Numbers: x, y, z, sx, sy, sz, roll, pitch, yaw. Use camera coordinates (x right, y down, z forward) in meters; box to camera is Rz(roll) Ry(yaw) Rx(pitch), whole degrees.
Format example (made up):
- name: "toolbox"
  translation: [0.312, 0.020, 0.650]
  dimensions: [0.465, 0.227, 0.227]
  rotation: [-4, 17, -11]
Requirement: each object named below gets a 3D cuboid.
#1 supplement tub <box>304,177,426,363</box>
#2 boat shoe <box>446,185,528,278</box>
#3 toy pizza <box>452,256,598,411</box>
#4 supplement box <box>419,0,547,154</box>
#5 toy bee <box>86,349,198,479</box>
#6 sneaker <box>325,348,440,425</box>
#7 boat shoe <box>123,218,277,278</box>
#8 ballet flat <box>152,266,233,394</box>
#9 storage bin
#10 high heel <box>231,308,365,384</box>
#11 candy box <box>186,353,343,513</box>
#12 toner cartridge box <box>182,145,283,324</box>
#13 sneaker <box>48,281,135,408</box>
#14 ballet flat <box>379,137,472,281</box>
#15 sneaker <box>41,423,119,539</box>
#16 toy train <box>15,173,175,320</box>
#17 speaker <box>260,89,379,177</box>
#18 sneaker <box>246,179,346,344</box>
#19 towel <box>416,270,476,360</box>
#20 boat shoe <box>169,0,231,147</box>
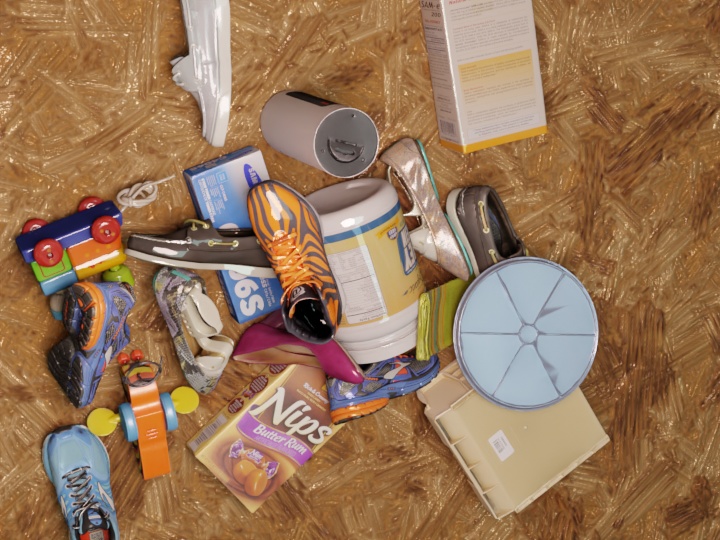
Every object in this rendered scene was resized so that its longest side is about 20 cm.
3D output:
- name: "supplement tub"
  translation: [0.000, 0.000, 1.656]
  dimensions: [0.144, 0.145, 0.200]
  rotation: [-23, 110, -15]
- name: "boat shoe"
  translation: [0.184, -0.023, 1.752]
  dimensions: [0.201, 0.060, 0.072]
  rotation: [59, 46, -22]
- name: "toy pizza"
  translation: [0.213, 0.082, 1.728]
  dimensions: [0.200, 0.032, 0.201]
  rotation: [0, 91, -14]
- name: "supplement box"
  translation: [0.157, -0.262, 1.693]
  dimensions: [0.126, 0.074, 0.200]
  rotation: [-15, 108, -17]
- name: "toy bee"
  translation: [-0.260, 0.153, 1.627]
  dimensions: [0.131, 0.109, 0.200]
  rotation: [5, 126, -31]
- name: "sneaker"
  translation: [0.030, 0.130, 1.713]
  dimensions: [0.200, 0.075, 0.079]
  rotation: [-23, 92, -48]
- name: "boat shoe"
  translation: [-0.181, -0.032, 1.575]
  dimensions: [0.201, 0.072, 0.061]
  rotation: [6, 98, -28]
- name: "ballet flat"
  translation: [-0.192, 0.080, 1.609]
  dimensions: [0.072, 0.072, 0.201]
  rotation: [-27, 130, -13]
- name: "storage bin"
  translation: [0.206, 0.201, 1.815]
  dimensions: [0.198, 0.094, 0.200]
  rotation: [-36, 113, -9]
- name: "high heel"
  translation: [-0.075, 0.114, 1.629]
  dimensions: [0.096, 0.200, 0.067]
  rotation: [-44, 126, -12]
- name: "candy box"
  translation: [-0.110, 0.198, 1.710]
  dimensions: [0.200, 0.056, 0.117]
  rotation: [-44, 114, -8]
- name: "toner cartridge box"
  translation: [-0.142, -0.043, 1.645]
  dimensions: [0.095, 0.043, 0.200]
  rotation: [-23, 110, -15]
- name: "sneaker"
  translation: [-0.307, 0.088, 1.555]
  dimensions: [0.078, 0.075, 0.200]
  rotation: [-18, 149, -38]
- name: "ballet flat"
  translation: [0.077, -0.070, 1.705]
  dimensions: [0.067, 0.068, 0.200]
  rotation: [-23, 91, -9]
- name: "sneaker"
  translation: [-0.330, 0.281, 1.624]
  dimensions: [0.078, 0.090, 0.200]
  rotation: [-19, 108, -16]
- name: "toy train"
  translation: [-0.294, -0.026, 1.574]
  dimensions: [0.200, 0.085, 0.116]
  rotation: [-23, 120, -15]
- name: "speaker"
  translation: [-0.051, -0.163, 1.565]
  dimensions: [0.081, 0.200, 0.081]
  rotation: [-5, 105, -21]
- name: "sneaker"
  translation: [-0.071, -0.005, 1.522]
  dimensions: [0.077, 0.112, 0.200]
  rotation: [-26, 108, 12]
- name: "towel"
  translation: [0.118, 0.055, 1.712]
  dimensions: [0.200, 0.018, 0.086]
  rotation: [-21, 116, -64]
- name: "boat shoe"
  translation: [-0.190, -0.247, 1.570]
  dimensions: [0.071, 0.070, 0.201]
  rotation: [-2, 100, -9]
